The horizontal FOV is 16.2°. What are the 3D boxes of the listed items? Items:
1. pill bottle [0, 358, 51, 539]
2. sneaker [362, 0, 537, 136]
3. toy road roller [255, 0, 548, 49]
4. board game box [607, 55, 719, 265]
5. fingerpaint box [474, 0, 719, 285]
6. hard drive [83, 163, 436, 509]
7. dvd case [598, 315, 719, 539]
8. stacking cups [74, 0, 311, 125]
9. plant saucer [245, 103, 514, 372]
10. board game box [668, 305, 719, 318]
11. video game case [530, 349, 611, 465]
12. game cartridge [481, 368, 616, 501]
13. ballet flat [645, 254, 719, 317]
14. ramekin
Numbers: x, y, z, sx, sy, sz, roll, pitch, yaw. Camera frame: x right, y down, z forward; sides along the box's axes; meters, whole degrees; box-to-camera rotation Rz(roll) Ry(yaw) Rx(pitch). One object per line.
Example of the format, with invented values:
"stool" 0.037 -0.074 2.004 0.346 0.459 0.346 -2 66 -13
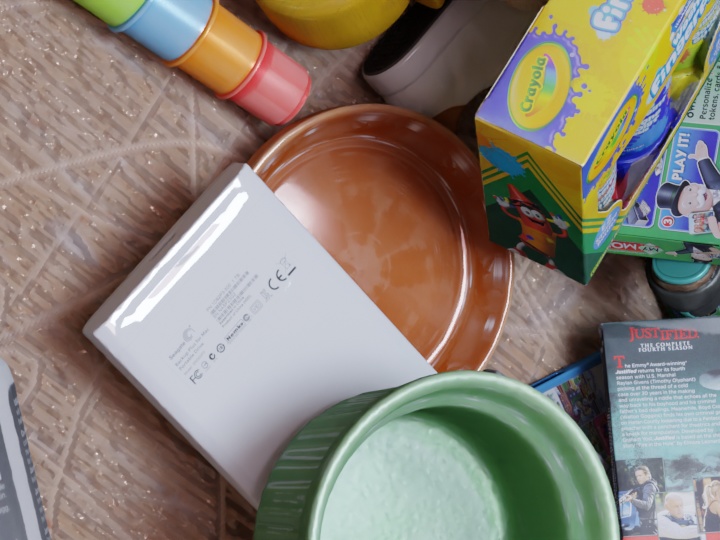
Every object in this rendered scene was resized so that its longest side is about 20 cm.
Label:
"pill bottle" -0.230 0.108 1.340 0.113 0.113 0.200 -15 95 -30
"sneaker" 0.091 -0.162 1.571 0.200 0.073 0.085 -47 113 -12
"toy road roller" 0.025 -0.187 1.472 0.200 0.123 0.146 27 87 14
"board game box" 0.177 -0.104 1.567 0.029 0.134 0.200 66 34 -61
"fingerpaint box" 0.148 -0.116 1.466 0.073 0.167 0.200 26 71 16
"hard drive" -0.048 0.055 1.456 0.132 0.026 0.200 -49 113 -16
"dvd case" 0.227 0.125 1.562 0.146 0.022 0.200 -4 74 -2
"stacking cups" -0.117 -0.148 1.458 0.200 0.060 0.061 36 71 -29
"plant saucer" 0.000 0.000 1.518 0.200 0.032 0.201 -2 95 -27
"board game box" 0.236 -0.061 1.663 0.134 0.029 0.200 -26 101 -28
"video game case" 0.114 0.148 1.596 0.200 0.018 0.143 -25 100 -28
"game cartridge" 0.073 0.178 1.541 0.130 0.038 0.200 41 70 -26
"ballet flat" 0.226 -0.059 1.592 0.200 0.068 0.068 -67 149 -20
"ramekin" 0.037 0.156 1.420 0.200 0.098 0.200 1 87 -28
